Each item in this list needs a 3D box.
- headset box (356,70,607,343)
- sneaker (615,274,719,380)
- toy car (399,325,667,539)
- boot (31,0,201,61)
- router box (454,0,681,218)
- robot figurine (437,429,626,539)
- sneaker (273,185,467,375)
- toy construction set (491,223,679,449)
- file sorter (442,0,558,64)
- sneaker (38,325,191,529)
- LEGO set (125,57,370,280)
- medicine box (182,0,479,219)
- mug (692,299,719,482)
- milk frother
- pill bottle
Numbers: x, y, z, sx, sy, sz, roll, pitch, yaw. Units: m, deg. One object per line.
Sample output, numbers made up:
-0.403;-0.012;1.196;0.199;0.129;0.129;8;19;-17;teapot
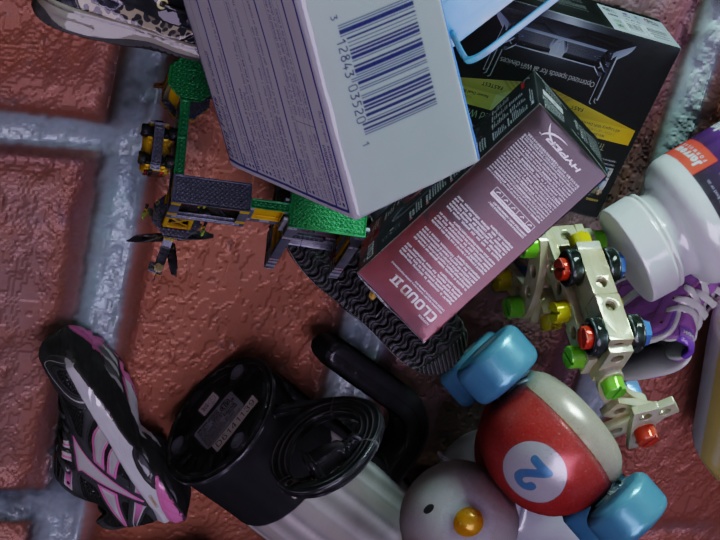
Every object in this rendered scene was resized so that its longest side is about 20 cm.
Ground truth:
0.080;-0.042;1.605;0.200;0.149;0.075;-43;98;11;headset box
0.276;0.021;1.798;0.200;0.114;0.073;-36;123;7;sneaker
0.098;0.178;1.712;0.200;0.177;0.184;-42;91;-8;toy car
-0.119;-0.231;1.549;0.202;0.074;0.154;7;117;-19;boot
0.123;-0.137;1.689;0.199;0.052;0.158;13;118;-23;router box
0.143;0.196;1.870;0.199;0.113;0.171;10;103;-22;robot figurine
0.000;0.000;1.734;0.070;0.090;0.200;-43;98;-2;sneaker
0.175;0.046;1.723;0.092;0.201;0.131;-18;154;-28;toy construction set
0.063;-0.264;1.516;0.139;0.123;0.200;-37;106;6;file sorter
-0.213;0.139;1.756;0.086;0.080;0.201;-20;120;10;sneaker
-0.074;-0.071;1.633;0.199;0.155;0.116;0;162;-14;LEGO set
-0.029;-0.153;1.465;0.103;0.200;0.183;-24;114;-21;medicine box
0.341;0.119;1.852;0.149;0.187;0.154;27;131;17;mug
-0.024;0.171;1.752;0.180;0.200;0.188;-41;124;14;milk frother
0.293;-0.059;1.737;0.199;0.111;0.112;-30;125;-7;pill bottle
